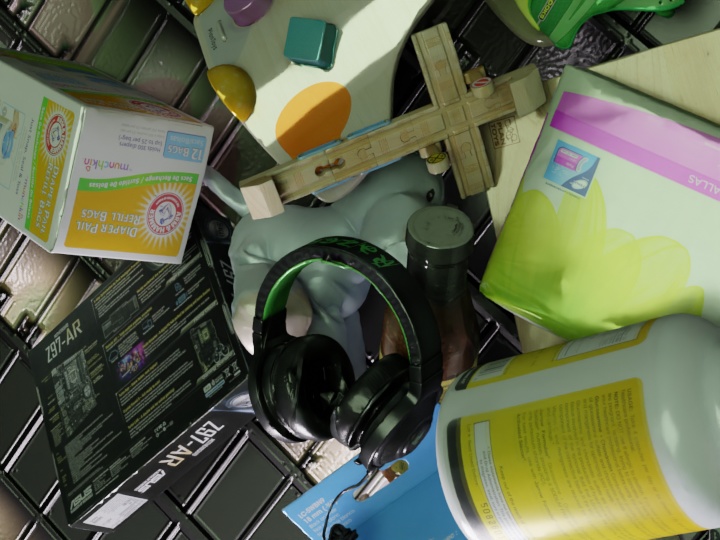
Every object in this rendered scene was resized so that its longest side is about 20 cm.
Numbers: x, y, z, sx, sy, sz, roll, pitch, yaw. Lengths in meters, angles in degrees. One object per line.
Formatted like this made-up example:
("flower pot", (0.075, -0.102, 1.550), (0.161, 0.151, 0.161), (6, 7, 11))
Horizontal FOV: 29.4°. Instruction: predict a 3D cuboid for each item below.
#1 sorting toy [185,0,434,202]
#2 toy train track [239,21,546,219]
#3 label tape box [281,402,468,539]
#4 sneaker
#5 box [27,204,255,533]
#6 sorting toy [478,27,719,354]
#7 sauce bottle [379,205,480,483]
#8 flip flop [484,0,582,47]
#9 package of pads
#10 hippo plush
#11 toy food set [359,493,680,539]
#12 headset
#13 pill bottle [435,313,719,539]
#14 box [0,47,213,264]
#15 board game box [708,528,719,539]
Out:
("sorting toy", (-0.015, -0.184, 0.889), (0.180, 0.106, 0.201), (-42, 43, 19))
("toy train track", (0.022, -0.076, 0.842), (0.197, 0.033, 0.116), (-22, 119, 0))
("label tape box", (0.061, 0.199, 0.867), (0.144, 0.064, 0.200), (-38, 109, 25))
("sneaker", (0.191, -0.207, 0.864), (0.198, 0.074, 0.084), (-26, 109, 13))
("box", (-0.157, 0.074, 1.020), (0.199, 0.043, 0.162), (-40, 53, 22))
("sorting toy", (0.190, -0.033, 0.877), (0.196, 0.069, 0.203), (-14, 88, 24))
("sauce bottle", (0.044, 0.052, 0.854), (0.065, 0.066, 0.202), (24, 135, 20))
("flip flop", (0.073, -0.230, 0.919), (0.081, 0.057, 0.201), (-45, 77, 21))
("package of pads", (0.183, -0.011, 0.807), (0.198, 0.068, 0.156), (26, 104, 20))
("hippo plush", (0.000, 0.000, 0.950), (0.159, 0.160, 0.201), (-27, 41, 6))
("toy food set", (0.112, 0.187, 0.945), (0.198, 0.060, 0.145), (-25, 96, 25))
("headset", (-0.017, 0.083, 0.810), (0.122, 0.094, 0.203), (14, 115, 32))
("pill bottle", (0.147, 0.088, 0.739), (0.198, 0.111, 0.114), (-18, 87, 34))
("box", (-0.210, -0.087, 0.991), (0.199, 0.111, 0.103), (29, 107, 46))
("board game box", (0.318, 0.141, 0.857), (0.197, 0.028, 0.138), (0, 95, 24))
